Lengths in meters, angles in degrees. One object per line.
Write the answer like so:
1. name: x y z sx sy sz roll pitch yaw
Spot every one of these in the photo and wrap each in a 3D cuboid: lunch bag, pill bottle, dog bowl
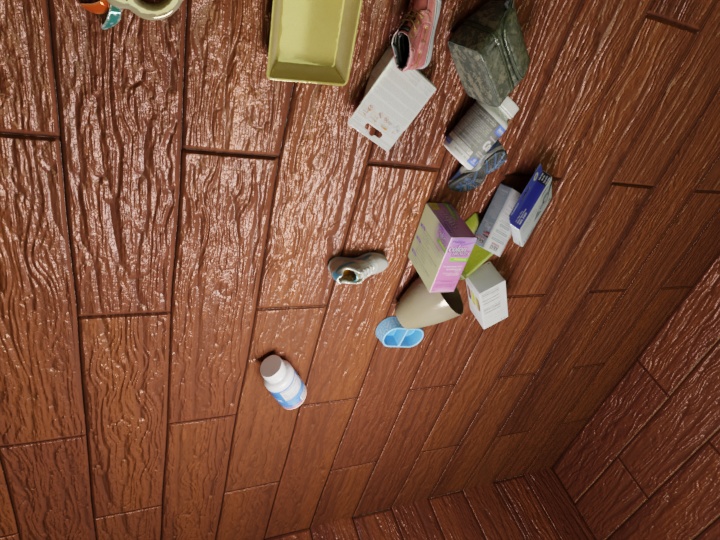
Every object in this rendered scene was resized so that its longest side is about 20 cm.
1. lunch bag: 0.325 -0.536 1.277 0.169 0.139 0.200 -48 135 -3
2. pill bottle: 0.325 -0.386 1.416 0.112 0.115 0.201 24 116 -39
3. pill bottle: -0.265 0.376 1.783 0.109 0.114 0.203 -26 135 -2
4. dog bowl: 0.148 0.229 1.908 0.194 0.050 0.114 7 125 -31

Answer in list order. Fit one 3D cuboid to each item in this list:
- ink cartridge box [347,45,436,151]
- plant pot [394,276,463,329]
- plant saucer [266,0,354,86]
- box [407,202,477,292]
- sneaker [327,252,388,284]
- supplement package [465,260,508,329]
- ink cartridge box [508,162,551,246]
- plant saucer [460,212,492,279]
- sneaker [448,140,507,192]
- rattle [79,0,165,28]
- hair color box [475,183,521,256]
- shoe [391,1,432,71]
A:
1. ink cartridge box: 0.073 -0.421 1.308 0.158 0.051 0.201 23 119 -39
2. plant pot: 0.217 0.110 1.766 0.197 0.192 0.185 -34 137 25
3. plant saucer: -0.105 -0.514 1.132 0.193 0.049 0.205 -4 129 -24
4. box: 0.244 -0.070 1.606 0.093 0.178 0.205 -1 129 -24
5. sneaker: 0.000 0.000 1.612 0.193 0.082 0.079 -9 131 -21
6. supplement package: 0.457 0.090 1.899 0.106 0.115 0.204 -25 134 -4
7. ink cartridge box: 0.538 -0.200 1.650 0.203 0.040 0.200 -58 152 -4
8. plant saucer: 0.365 -0.063 1.766 0.199 0.048 0.198 -42 134 12
9. sneaker: 0.336 -0.303 1.528 0.198 0.079 0.074 -35 141 31
10. rattle: -0.403 -0.487 0.945 0.195 0.145 0.131 -27 155 -10
11. hair color box: 0.445 -0.159 1.674 0.097 0.060 0.206 19 100 -37
12. shoe: 0.123 -0.551 1.166 0.090 0.070 0.207 -30 135 -41
